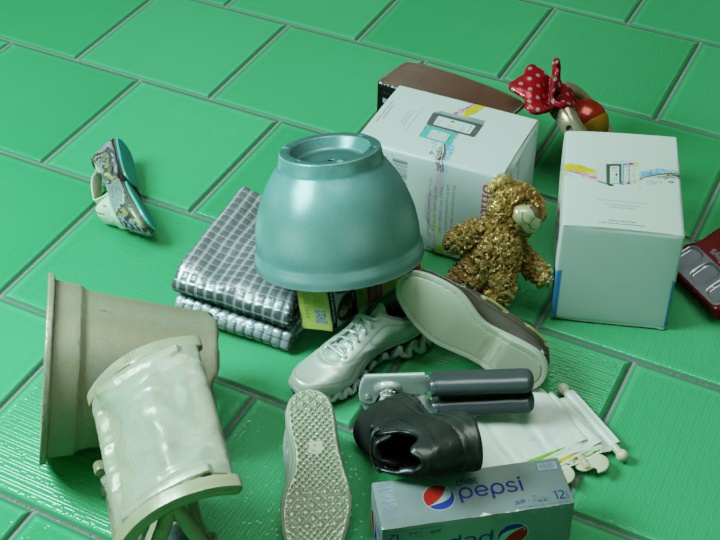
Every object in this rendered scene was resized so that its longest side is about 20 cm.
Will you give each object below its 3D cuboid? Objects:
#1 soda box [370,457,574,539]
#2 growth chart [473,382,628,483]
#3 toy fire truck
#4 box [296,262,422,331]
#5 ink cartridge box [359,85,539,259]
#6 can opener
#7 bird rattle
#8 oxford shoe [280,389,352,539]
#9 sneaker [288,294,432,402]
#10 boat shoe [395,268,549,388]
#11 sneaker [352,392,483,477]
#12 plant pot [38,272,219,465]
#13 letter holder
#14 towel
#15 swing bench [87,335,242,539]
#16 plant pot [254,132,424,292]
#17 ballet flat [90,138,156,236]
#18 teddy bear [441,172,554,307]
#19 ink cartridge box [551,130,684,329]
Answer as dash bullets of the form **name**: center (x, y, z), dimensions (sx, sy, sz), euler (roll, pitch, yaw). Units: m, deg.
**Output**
- **soda box**: center (0.111, 0.246, 1.322), dimensions (0.197, 0.069, 0.064), euler (-7, 40, -7)
- **growth chart**: center (0.179, 0.186, 1.431), dimensions (0.198, 0.018, 0.145), euler (-13, 42, -14)
- **toy fire truck**: center (0.489, 0.008, 1.589), dimensions (0.167, 0.112, 0.201), euler (-33, 45, -1)
- **box**: center (0.000, 0.000, 1.574), dimensions (0.050, 0.076, 0.200), euler (6, 24, 34)
- **ink cartridge box**: center (0.111, -0.122, 1.696), dimensions (0.198, 0.148, 0.146), euler (17, 42, 18)
- **can opener**: center (0.093, 0.129, 1.452), dimensions (0.197, 0.053, 0.067), euler (-1, 29, 10)
- **bird rattle**: center (0.293, -0.201, 1.798), dimensions (0.200, 0.113, 0.163), euler (50, 26, 8)
- **oxford shoe**: center (-0.049, 0.222, 1.365), dimensions (0.074, 0.058, 0.202), euler (1, 55, -8)
- **sneaker**: center (-0.001, 0.082, 1.509), dimensions (0.199, 0.082, 0.075), euler (-30, 50, -29)
- **boat shoe**: center (0.130, 0.059, 1.496), dimensions (0.199, 0.072, 0.060), euler (33, 29, 1)
- **sneaker**: center (0.039, 0.172, 1.345), dimensions (0.090, 0.077, 0.199), euler (-11, 3, -31)
- **plant pot**: center (-0.249, 0.108, 1.411), dimensions (0.181, 0.202, 0.201), euler (3, 39, -13)
- **letter holder**: center (0.142, -0.224, 1.854), dimensions (0.199, 0.101, 0.142), euler (24, 44, 26)
- **towel**: center (-0.118, -0.008, 1.610), dimensions (0.164, 0.086, 0.201), euler (15, 42, 16)
- **swing bench**: center (-0.190, 0.207, 1.266), dimensions (0.128, 0.202, 0.200), euler (-11, 41, -12)
- **plant pot**: center (-0.030, -0.078, 1.494), dimensions (0.198, 0.136, 0.201), euler (-5, 22, 2)
- **ballet flat**: center (-0.322, -0.098, 1.744), dimensions (0.071, 0.073, 0.201), euler (-12, 41, -14)
- **teddy bear**: center (0.160, -0.013, 1.548), dimensions (0.200, 0.145, 0.067), euler (-45, 8, -9)
- **ink cartridge box**: center (0.313, -0.055, 1.615), dimensions (0.143, 0.148, 0.201), euler (5, 40, 7)
